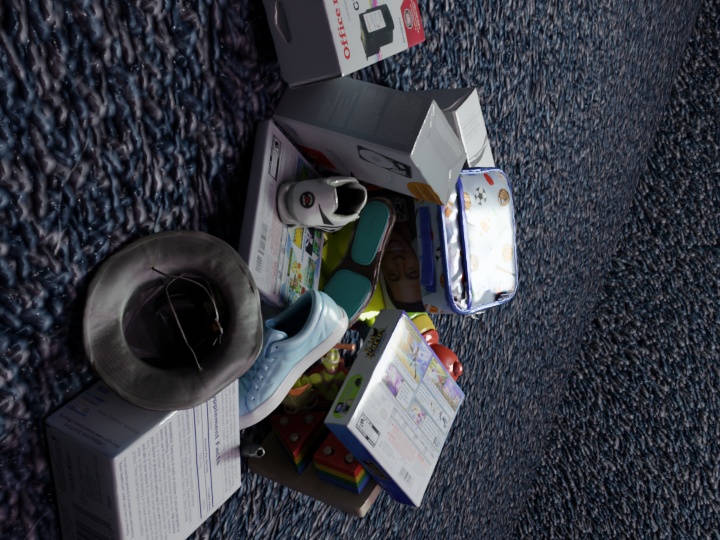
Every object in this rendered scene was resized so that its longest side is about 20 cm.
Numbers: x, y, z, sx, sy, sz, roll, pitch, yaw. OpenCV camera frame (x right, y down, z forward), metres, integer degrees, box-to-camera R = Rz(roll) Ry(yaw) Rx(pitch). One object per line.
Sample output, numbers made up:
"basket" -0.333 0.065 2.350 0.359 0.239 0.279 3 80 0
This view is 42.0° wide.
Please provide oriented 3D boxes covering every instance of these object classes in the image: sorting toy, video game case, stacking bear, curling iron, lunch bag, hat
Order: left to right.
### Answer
"hat" -0.206 0.056 1.001 0.198 0.081 0.204 7 74 -27
"curling iron" -0.149 0.207 1.159 0.050 0.025 0.200 -61 -166 -9
"video game case" -0.092 -0.052 1.157 0.182 0.022 0.203 44 48 -59
"sorting toy" -0.034 0.223 1.338 0.200 0.196 0.070 -49 141 -38
"video game case" 0.052 0.185 1.265 0.201 0.045 0.183 53 53 -36
"stacking bear" 0.071 0.105 1.428 0.122 0.200 0.113 -48 157 9
"lunch bag" 0.141 -0.036 1.267 0.159 0.075 0.204 -9 95 -44

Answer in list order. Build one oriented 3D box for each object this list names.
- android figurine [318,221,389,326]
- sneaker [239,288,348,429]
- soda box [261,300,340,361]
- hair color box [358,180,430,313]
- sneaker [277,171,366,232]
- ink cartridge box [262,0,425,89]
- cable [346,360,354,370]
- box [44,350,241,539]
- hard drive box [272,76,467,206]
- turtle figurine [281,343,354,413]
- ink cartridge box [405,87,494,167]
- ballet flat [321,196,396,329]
"android figurine" -0.010 -0.014 1.331 0.183 0.041 0.202 -52 125 -34
"sneaker" -0.109 0.098 1.117 0.200 0.074 0.082 -47 132 -6
"soda box" -0.096 0.079 1.263 0.199 0.067 0.064 20 88 -64
"hair color box" 0.069 -0.045 1.315 0.061 0.101 0.203 -25 106 -43
"sneaker" -0.024 -0.085 1.188 0.200 0.087 0.075 -22 106 -68
"ink cartridge box" -0.018 -0.311 1.094 0.200 0.082 0.148 -37 118 -50
"cable" 0.027 0.178 1.594 0.199 0.050 0.099 3 103 -63
"box" -0.231 0.203 1.035 0.200 0.104 0.187 -37 139 -49
"hard drive box" 0.015 -0.167 1.169 0.078 0.198 0.156 -65 152 -9
"turtle figurine" -0.072 0.153 1.248 0.161 0.198 0.065 26 41 -67
"ink cartridge box" 0.117 -0.162 1.387 0.083 0.143 0.202 -47 129 -41
"ballet flat" 0.000 0.000 1.261 0.203 0.067 0.075 -67 165 -3
